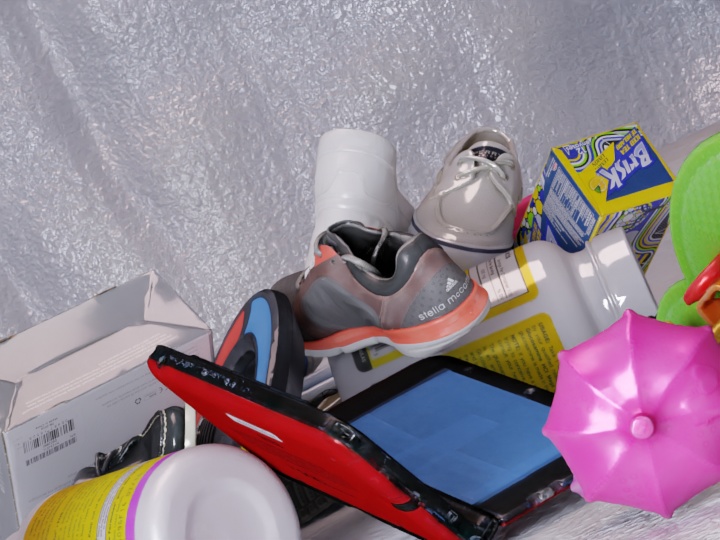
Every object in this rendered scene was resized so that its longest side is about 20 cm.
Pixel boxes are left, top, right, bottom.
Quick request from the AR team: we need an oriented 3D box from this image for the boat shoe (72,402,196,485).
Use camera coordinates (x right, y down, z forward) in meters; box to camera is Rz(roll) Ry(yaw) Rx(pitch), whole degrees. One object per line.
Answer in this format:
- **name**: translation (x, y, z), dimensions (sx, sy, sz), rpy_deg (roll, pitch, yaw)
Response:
- **boat shoe**: translation (-0.144, 0.142, 1.647), dimensions (0.066, 0.075, 0.199), rpy_deg (9, -32, -11)

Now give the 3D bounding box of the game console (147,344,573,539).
- **game console**: translation (0.015, 0.067, 1.442), dimensions (0.200, 0.172, 0.119), rpy_deg (17, 70, 54)

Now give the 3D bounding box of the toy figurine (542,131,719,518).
- **toy figurine**: translation (0.154, 0.051, 1.311), dimensions (0.184, 0.150, 0.200), rpy_deg (-39, -11, -37)

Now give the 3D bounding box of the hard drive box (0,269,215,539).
- **hard drive box**: translation (-0.173, 0.122, 1.771), dimensions (0.156, 0.200, 0.077), rpy_deg (-25, 47, -24)

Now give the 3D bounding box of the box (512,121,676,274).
- **box**: translation (0.144, -0.007, 1.798), dimensions (0.070, 0.064, 0.200), rpy_deg (-17, -29, -25)

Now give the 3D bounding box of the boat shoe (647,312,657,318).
- **boat shoe**: translation (0.178, 0.049, 1.532), dimensions (0.201, 0.063, 0.074), rpy_deg (-28, 9, -28)

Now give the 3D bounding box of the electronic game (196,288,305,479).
- **electronic game**: translation (-0.081, 0.107, 1.644), dimensions (0.042, 0.200, 0.200), rpy_deg (17, -7, -13)

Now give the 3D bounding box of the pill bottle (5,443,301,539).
- **pill bottle**: translation (-0.129, 0.165, 1.533), dimensions (0.104, 0.104, 0.200), rpy_deg (-27, 5, -41)

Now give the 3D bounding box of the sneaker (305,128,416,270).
- **sneaker**: translation (-0.003, -0.001, 1.810), dimensions (0.074, 0.116, 0.200), rpy_deg (3, -22, 11)

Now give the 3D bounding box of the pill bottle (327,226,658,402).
- **pill bottle**: translation (0.089, 0.051, 1.695), dimensions (0.200, 0.113, 0.112), rpy_deg (-23, 3, 6)

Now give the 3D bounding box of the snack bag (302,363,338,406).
- **snack bag**: translation (-0.012, 0.103, 1.889), dimensions (0.188, 0.021, 0.200), rpy_deg (-26, -20, -12)

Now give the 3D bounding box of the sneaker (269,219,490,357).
- **sneaker**: translation (0.000, 0.000, 1.638), dimensions (0.077, 0.082, 0.200), rpy_deg (-43, 23, -29)

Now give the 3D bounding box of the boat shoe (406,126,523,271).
- **boat shoe**: translation (0.077, -0.051, 1.807), dimensions (0.071, 0.070, 0.200), rpy_deg (15, 18, 5)

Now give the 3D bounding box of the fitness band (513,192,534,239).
- **fitness band**: translation (0.082, -0.005, 1.920), dimensions (0.200, 0.037, 0.144), rpy_deg (-32, 4, 3)

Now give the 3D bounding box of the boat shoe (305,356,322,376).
- **boat shoe**: translation (-0.075, 0.081, 1.882), dimensions (0.072, 0.072, 0.200), rpy_deg (-33, -22, -18)

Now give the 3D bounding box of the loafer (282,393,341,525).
- **loafer**: translation (-0.001, 0.105, 1.802), dimensions (0.200, 0.075, 0.070), rpy_deg (-26, 8, -14)
